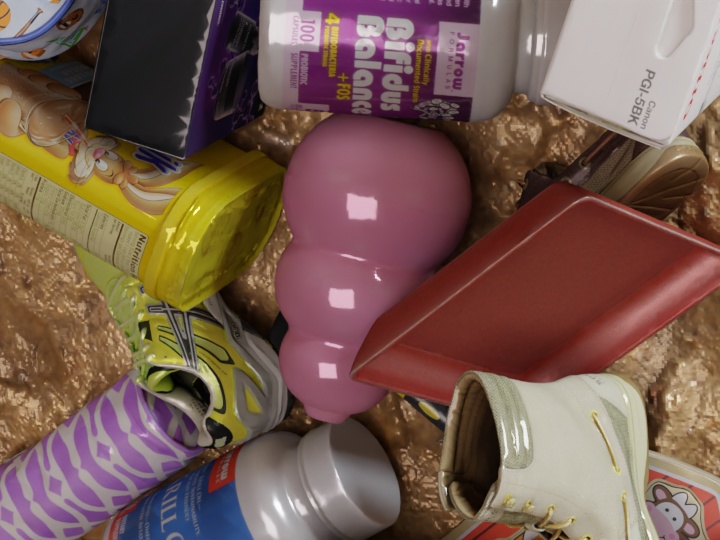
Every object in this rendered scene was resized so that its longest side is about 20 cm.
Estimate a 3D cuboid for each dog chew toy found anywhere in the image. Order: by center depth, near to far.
[{"bbox_3d":[0.000,0.000,1.471,0.124,0.124,0.201,14,95,16],"label":"dog chew toy"}]

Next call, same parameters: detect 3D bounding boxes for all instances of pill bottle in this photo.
[{"bbox_3d":[0.038,-0.151,1.418,0.198,0.112,0.113,3,108,1],"label":"pill bottle"},{"bbox_3d":[-0.074,0.179,1.575,0.199,0.112,0.113,-30,94,24],"label":"pill bottle"}]

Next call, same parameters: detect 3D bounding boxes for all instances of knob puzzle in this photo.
[{"bbox_3d":[0.171,0.204,1.534,0.218,0.030,0.221,6,107,19],"label":"knob puzzle"}]

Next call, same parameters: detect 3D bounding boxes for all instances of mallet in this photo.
[{"bbox_3d":[0.022,0.084,1.548,0.200,0.041,0.066,45,116,4],"label":"mallet"}]

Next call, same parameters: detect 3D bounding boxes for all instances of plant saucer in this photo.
[{"bbox_3d":[0.116,0.018,1.430,0.199,0.199,0.037,-38,57,26],"label":"plant saucer"}]

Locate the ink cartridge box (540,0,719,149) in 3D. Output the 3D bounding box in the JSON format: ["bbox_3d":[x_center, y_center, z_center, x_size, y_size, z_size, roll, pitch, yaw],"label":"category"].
[{"bbox_3d":[0.188,-0.171,1.321,0.082,0.200,0.148,23,112,14],"label":"ink cartridge box"}]

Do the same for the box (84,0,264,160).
[{"bbox_3d":[-0.100,-0.189,1.458,0.078,0.141,0.201,18,111,12],"label":"box"}]

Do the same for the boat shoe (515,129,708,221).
[{"bbox_3d":[0.136,-0.039,1.463,0.200,0.072,0.072,-43,57,34],"label":"boat shoe"}]

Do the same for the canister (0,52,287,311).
[{"bbox_3d":[-0.167,-0.067,1.518,0.199,0.148,0.087,29,116,13],"label":"canister"}]

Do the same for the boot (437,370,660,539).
[{"bbox_3d":[0.122,0.163,1.441,0.072,0.154,0.202,-13,77,44],"label":"boot"}]

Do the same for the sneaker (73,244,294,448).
[{"bbox_3d":[-0.133,0.038,1.560,0.200,0.076,0.076,43,137,17],"label":"sneaker"}]

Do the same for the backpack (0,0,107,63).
[{"bbox_3d":[-0.231,-0.237,1.473,0.199,0.154,0.192,20,96,15],"label":"backpack"}]

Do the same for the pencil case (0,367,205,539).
[{"bbox_3d":[-0.197,0.138,1.631,0.199,0.084,0.086,-32,49,25],"label":"pencil case"}]
